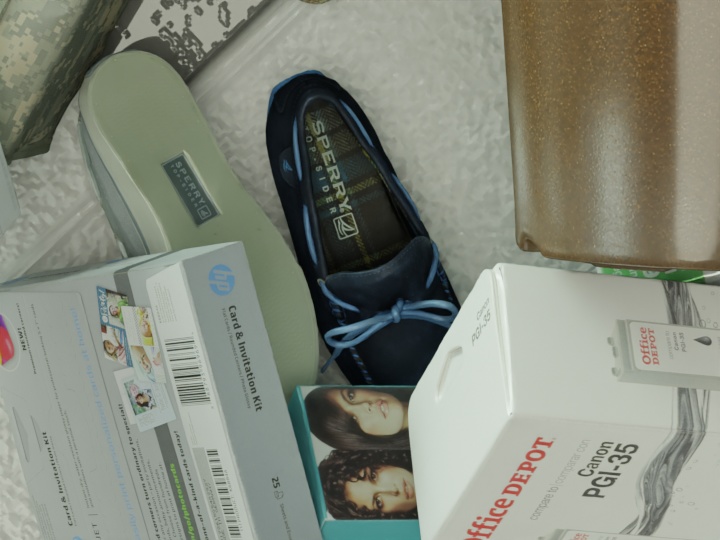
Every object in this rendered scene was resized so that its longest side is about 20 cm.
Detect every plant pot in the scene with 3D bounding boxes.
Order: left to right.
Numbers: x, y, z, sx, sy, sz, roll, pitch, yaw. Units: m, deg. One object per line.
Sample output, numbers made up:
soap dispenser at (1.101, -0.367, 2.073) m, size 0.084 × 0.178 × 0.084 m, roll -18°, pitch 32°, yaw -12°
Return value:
plant pot at (0.141, -0.104, 1.172) m, size 0.200 × 0.200 × 0.198 m, roll 2°, pitch 97°, yaw 4°

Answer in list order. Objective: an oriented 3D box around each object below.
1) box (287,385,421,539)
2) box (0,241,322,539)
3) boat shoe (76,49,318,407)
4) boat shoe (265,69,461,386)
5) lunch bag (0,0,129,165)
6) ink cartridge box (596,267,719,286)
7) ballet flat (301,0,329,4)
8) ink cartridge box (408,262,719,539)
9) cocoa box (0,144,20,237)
box at (0.064, 0.101, 1.356) m, size 0.200 × 0.082 × 0.049 m, roll 1°, pitch 141°, yaw -18°
box at (-0.106, 0.072, 1.351) m, size 0.041 × 0.200 × 0.156 m, roll -19°, pitch 96°, yaw -37°
boat shoe at (-0.083, -0.014, 1.389) m, size 0.070 × 0.072 × 0.201 m, roll -25°, pitch 87°, yaw -17°
boat shoe at (0.000, 0.000, 1.382) m, size 0.084 × 0.069 × 0.200 m, roll -30°, pitch 98°, yaw -4°
lunch bag at (-0.212, -0.169, 1.354) m, size 0.200 × 0.118 × 0.164 m, roll 33°, pitch 106°, yaw 5°
ink cartridge box at (0.211, -0.025, 1.322) m, size 0.200 × 0.146 × 0.084 m, roll -15°, pitch 70°, yaw 7°
ballet flat at (0.000, -0.205, 1.323) m, size 0.068 × 0.075 × 0.200 m, roll 43°, pitch 121°, yaw 11°
ink cartridge box at (0.136, 0.074, 1.271) m, size 0.200 × 0.147 × 0.083 m, roll 6°, pitch 57°, yaw -14°
cocoa box at (-0.285, -0.052, 1.286) m, size 0.200 × 0.131 × 0.133 m, roll 12°, pitch 136°, yaw 26°
